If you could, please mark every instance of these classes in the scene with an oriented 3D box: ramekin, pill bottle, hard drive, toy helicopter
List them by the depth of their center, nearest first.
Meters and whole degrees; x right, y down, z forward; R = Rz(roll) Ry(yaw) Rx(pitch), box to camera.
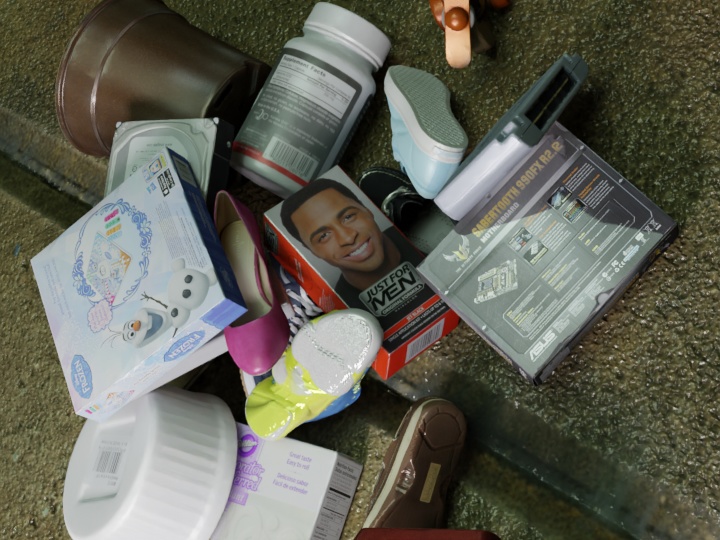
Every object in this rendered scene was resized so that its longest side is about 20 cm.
[{"bbox_3d":[0.084,-0.299,1.484,0.078,0.200,0.133,-22,43,22],"label":"toy helicopter"},{"bbox_3d":[-0.222,0.208,1.488,0.200,0.097,0.202,-34,42,38],"label":"ramekin"},{"bbox_3d":[-0.209,-0.058,1.504,0.139,0.038,0.202,2,79,31],"label":"hard drive"},{"bbox_3d":[-0.053,-0.181,1.575,0.113,0.114,0.201,24,84,36],"label":"pill bottle"}]

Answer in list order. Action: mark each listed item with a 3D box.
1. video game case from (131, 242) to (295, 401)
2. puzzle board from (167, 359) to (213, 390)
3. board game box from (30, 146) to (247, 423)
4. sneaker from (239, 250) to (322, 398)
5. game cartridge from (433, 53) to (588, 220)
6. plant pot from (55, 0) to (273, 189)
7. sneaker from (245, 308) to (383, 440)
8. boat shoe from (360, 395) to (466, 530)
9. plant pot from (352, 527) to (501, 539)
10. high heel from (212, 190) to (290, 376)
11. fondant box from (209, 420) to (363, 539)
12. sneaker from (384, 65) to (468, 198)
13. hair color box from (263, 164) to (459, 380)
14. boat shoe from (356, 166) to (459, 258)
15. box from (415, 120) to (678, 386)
[{"bbox_3d":[-0.181,0.036,1.511,0.199,0.023,0.182,-28,38,-2],"label":"video game case"},{"bbox_3d":[-0.203,0.034,1.622,0.151,0.017,0.201,-46,51,20],"label":"puzzle board"},{"bbox_3d":[-0.225,0.013,1.436,0.198,0.043,0.201,-36,55,17],"label":"board game box"},{"bbox_3d":[-0.065,0.059,1.510,0.108,0.070,0.201,-18,59,27],"label":"sneaker"},{"bbox_3d":[0.143,-0.126,1.389,0.040,0.200,0.133,46,129,-4],"label":"game cartridge"},{"bbox_3d":[-0.206,-0.192,1.636,0.197,0.200,0.201,26,85,29],"label":"plant pot"},{"bbox_3d":[-0.028,0.093,1.416,0.200,0.105,0.076,-38,74,37],"label":"sneaker"},{"bbox_3d":[0.044,0.217,1.390,0.204,0.074,0.075,-65,19,1],"label":"boat shoe"},{"bbox_3d":[0.065,0.329,1.251,0.198,0.200,0.177,-5,57,30],"label":"plant pot"},{"bbox_3d":[-0.114,0.010,1.404,0.067,0.096,0.201,-16,39,11],"label":"high heel"},{"bbox_3d":[-0.097,0.267,1.452,0.143,0.058,0.201,11,76,35],"label":"fondant box"},{"bbox_3d":[0.055,-0.145,1.504,0.201,0.073,0.082,-102,30,-57],"label":"sneaker"},{"bbox_3d":[0.000,0.000,1.448,0.101,0.061,0.200,-35,67,-21],"label":"hair color box"},{"bbox_3d":[0.056,-0.053,1.486,0.074,0.060,0.200,-46,54,4],"label":"boat shoe"},{"bbox_3d":[0.176,-0.017,1.366,0.158,0.048,0.200,42,88,20],"label":"box"}]
